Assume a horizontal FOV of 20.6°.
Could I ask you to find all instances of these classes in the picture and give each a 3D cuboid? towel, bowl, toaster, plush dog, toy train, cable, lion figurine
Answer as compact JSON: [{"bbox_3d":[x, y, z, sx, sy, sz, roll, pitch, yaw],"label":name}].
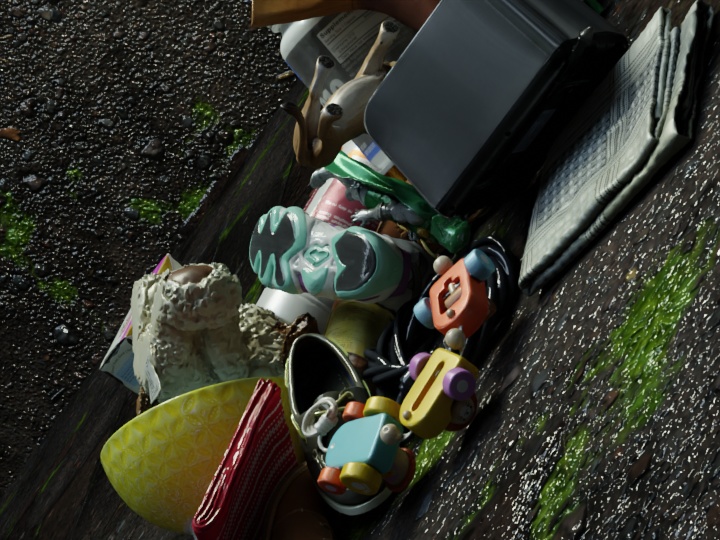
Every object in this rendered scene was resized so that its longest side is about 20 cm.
[{"bbox_3d":[0.186,-0.098,1.474,0.200,0.034,0.193,-48,13,38],"label":"towel"},{"bbox_3d":[-0.126,0.188,1.789,0.200,0.199,0.108,-45,58,47],"label":"bowl"},{"bbox_3d":[-0.081,0.196,1.577,0.201,0.022,0.145,77,-148,-52],"label":"towel"},{"bbox_3d":[0.115,-0.152,1.589,0.201,0.119,0.181,-53,-13,22],"label":"toaster"},{"bbox_3d":[-0.119,0.081,1.825,0.200,0.170,0.162,166,109,-72],"label":"plush dog"},{"bbox_3d":[0.043,0.086,1.472,0.200,0.055,0.151,-46,26,18],"label":"toy train"},{"bbox_3d":[0.063,0.036,1.594,0.164,0.051,0.200,-55,10,11],"label":"cable"},{"bbox_3d":[-0.009,-0.131,1.661,0.199,0.073,0.123,-26,-26,-38],"label":"lion figurine"}]

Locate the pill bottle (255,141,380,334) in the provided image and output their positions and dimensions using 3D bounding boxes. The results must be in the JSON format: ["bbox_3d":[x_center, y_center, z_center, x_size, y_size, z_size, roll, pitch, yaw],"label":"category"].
[{"bbox_3d":[-0.016,-0.018,1.943,0.201,0.114,0.114,-59,11,-15],"label":"pill bottle"}]

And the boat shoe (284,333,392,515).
[{"bbox_3d":[-0.020,0.120,1.575,0.072,0.061,0.202,-27,30,2],"label":"boat shoe"}]

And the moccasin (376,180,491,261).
[{"bbox_3d":[0.075,-0.055,1.778,0.201,0.074,0.078,-36,13,40],"label":"moccasin"}]

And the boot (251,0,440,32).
[{"bbox_3d":[0.000,-0.240,1.780,0.069,0.198,0.190,105,159,-69],"label":"boot"}]

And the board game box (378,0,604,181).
[{"bbox_3d":[0.119,-0.163,1.831,0.200,0.026,0.200,-39,-2,-37],"label":"board game box"}]

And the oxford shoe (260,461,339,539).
[{"bbox_3d":[-0.040,0.219,1.538,0.071,0.072,0.201,-15,29,27],"label":"oxford shoe"}]

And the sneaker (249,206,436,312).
[{"bbox_3d":[0.000,0.000,1.765,0.199,0.139,0.078,20,93,50],"label":"sneaker"}]

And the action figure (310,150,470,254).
[{"bbox_3d":[0.032,-0.056,1.682,0.200,0.117,0.055,30,101,54],"label":"action figure"}]

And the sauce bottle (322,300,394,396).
[{"bbox_3d":[0.000,0.055,1.792,0.066,0.066,0.201,-50,12,32],"label":"sauce bottle"}]

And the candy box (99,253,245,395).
[{"bbox_3d":[-0.142,0.093,1.955,0.061,0.199,0.137,-48,13,39],"label":"candy box"}]

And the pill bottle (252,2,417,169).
[{"bbox_3d":[-0.004,-0.205,1.870,0.114,0.200,0.114,-40,-2,-2],"label":"pill bottle"}]
